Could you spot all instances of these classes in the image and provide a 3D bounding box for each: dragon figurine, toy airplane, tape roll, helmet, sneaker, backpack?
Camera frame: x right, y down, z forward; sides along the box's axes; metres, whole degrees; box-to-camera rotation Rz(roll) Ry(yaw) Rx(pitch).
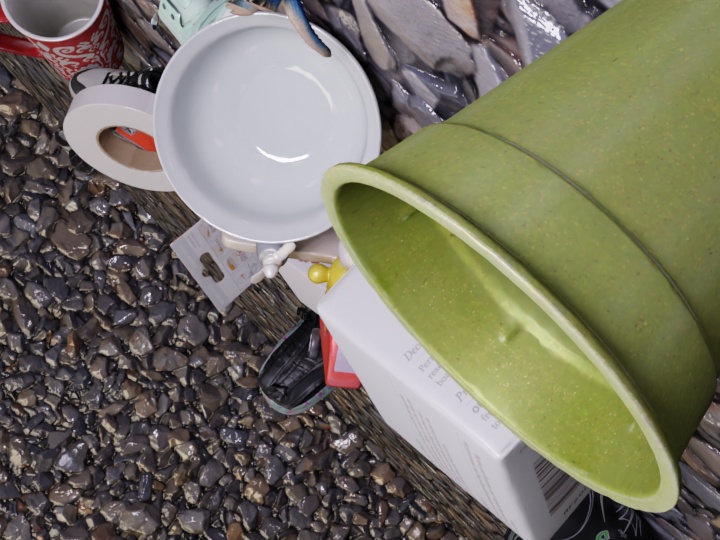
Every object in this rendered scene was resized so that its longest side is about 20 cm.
[{"bbox_3d":[-0.076,-0.243,0.710,0.200,0.100,0.059,30,173,-24],"label":"dragon figurine"},{"bbox_3d":[0.000,-0.016,0.916,0.199,0.200,0.141,52,164,10],"label":"toy airplane"},{"bbox_3d":[-0.307,-0.179,1.339,0.202,0.037,0.203,10,152,5],"label":"tape roll"},{"bbox_3d":[0.271,0.363,1.216,0.200,0.191,0.201,18,124,29],"label":"helmet"},{"bbox_3d":[-0.152,-0.245,0.931,0.118,0.074,0.200,49,167,-6],"label":"sneaker"},{"bbox_3d":[-0.851,-0.353,2.985,0.201,0.076,0.115,49,179,23],"label":"sneaker"},{"bbox_3d":[-0.302,-0.251,1.325,0.199,0.076,0.088,12,156,0],"label":"sneaker"},{"bbox_3d":[-0.104,0.191,1.887,0.167,0.200,0.127,41,167,18],"label":"backpack"}]

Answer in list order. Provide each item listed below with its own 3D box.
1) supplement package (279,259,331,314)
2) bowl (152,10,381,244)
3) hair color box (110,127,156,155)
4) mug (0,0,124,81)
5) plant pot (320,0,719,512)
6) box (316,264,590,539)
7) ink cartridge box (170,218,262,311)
[{"bbox_3d":[0.000,0.000,1.102,0.200,0.121,0.120,32,162,46],"label":"supplement package"},{"bbox_3d":[-0.074,-0.131,0.860,0.201,0.201,0.090,47,-159,-8],"label":"bowl"},{"bbox_3d":[-0.284,-0.188,1.460,0.200,0.061,0.101,31,177,-33],"label":"hair color box"},{"bbox_3d":[-0.418,-0.346,1.334,0.177,0.134,0.200,14,171,0],"label":"mug"},{"bbox_3d":[0.117,-0.032,0.437,0.200,0.190,0.200,43,167,12],"label":"plant pot"},{"bbox_3d":[0.113,0.048,0.693,0.171,0.200,0.199,35,165,32],"label":"box"},{"bbox_3d":[-0.131,-0.067,1.134,0.047,0.200,0.160,38,165,30],"label":"ink cartridge box"}]
